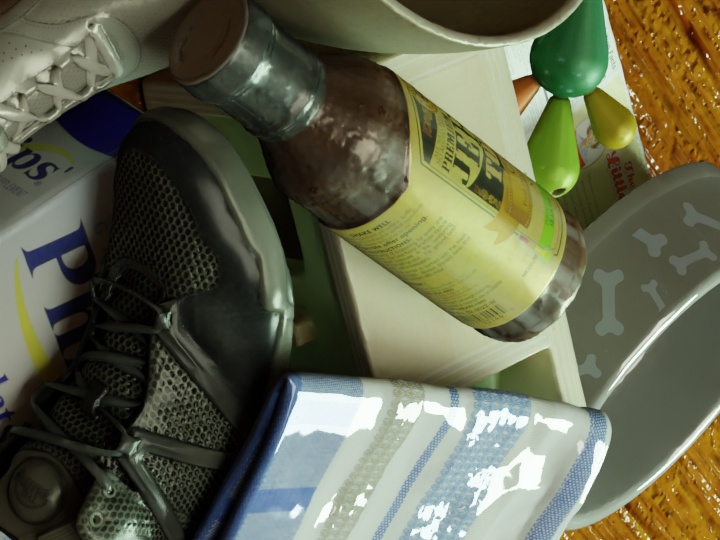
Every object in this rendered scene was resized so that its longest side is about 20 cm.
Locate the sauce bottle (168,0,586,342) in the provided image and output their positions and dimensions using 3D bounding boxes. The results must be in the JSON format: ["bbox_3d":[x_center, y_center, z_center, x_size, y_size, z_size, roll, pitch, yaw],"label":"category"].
[{"bbox_3d":[0.008,-0.040,1.010,0.200,0.065,0.065,34,86,-41],"label":"sauce bottle"}]

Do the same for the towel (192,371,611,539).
[{"bbox_3d":[0.011,0.111,1.073,0.199,0.024,0.148,10,113,-46],"label":"towel"}]

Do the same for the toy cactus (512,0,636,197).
[{"bbox_3d":[0.092,-0.132,1.143,0.102,0.165,0.202,13,70,-23],"label":"toy cactus"}]

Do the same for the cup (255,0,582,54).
[{"bbox_3d":[-0.014,-0.171,1.046,0.199,0.143,0.202,13,71,-42],"label":"cup"}]

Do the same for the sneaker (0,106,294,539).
[{"bbox_3d":[-0.086,0.041,1.001,0.114,0.076,0.201,-26,132,-39],"label":"sneaker"}]

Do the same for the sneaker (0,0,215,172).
[{"bbox_3d":[-0.135,-0.065,0.984,0.198,0.092,0.076,-16,139,7],"label":"sneaker"}]

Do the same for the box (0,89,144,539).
[{"bbox_3d":[-0.158,0.046,1.068,0.200,0.105,0.185,-36,130,-25],"label":"box"}]

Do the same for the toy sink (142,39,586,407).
[{"bbox_3d":[0.000,0.000,1.138,0.112,0.130,0.201,-25,111,-31],"label":"toy sink"}]

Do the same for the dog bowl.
[{"bbox_3d":[0.133,0.043,1.301,0.200,0.059,0.201,-39,155,-23],"label":"dog bowl"}]

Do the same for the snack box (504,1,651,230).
[{"bbox_3d":[0.084,-0.046,1.289,0.116,0.037,0.201,-38,131,-22],"label":"snack box"}]
